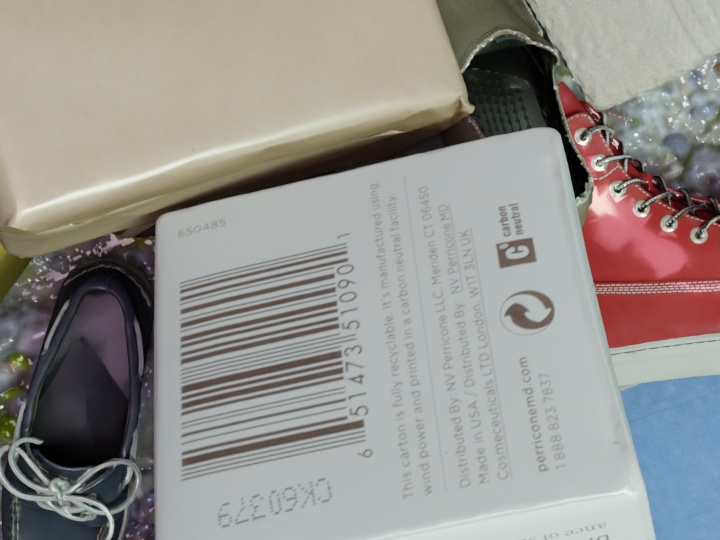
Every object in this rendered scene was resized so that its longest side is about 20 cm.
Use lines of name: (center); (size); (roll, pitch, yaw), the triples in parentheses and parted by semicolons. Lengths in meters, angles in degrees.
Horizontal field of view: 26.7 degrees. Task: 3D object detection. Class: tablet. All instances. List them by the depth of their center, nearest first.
tablet: (0.193, 0.093, 0.700); (0.200, 0.014, 0.130); (-20, 63, 0)

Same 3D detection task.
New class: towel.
towel: (0.111, -0.178, 0.674); (0.132, 0.034, 0.200); (-24, 105, 34)

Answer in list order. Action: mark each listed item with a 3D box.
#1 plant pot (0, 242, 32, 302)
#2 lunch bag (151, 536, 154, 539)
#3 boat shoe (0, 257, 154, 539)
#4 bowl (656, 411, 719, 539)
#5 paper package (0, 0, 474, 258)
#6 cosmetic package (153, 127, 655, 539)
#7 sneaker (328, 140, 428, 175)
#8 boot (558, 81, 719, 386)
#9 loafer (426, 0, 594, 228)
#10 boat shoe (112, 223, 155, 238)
plant pot: (-0.207, -0.092, 0.706); (0.194, 0.196, 0.200); (41, 86, -6)
lunch bag: (-0.047, 0.213, 0.774); (0.136, 0.132, 0.200); (-4, 112, 1)
boat shoe: (-0.148, 0.094, 0.793); (0.075, 0.062, 0.200); (17, 99, -4)
bowl: (0.237, 0.140, 0.700); (0.200, 0.039, 0.201); (-4, 63, 7)
paper package: (-0.082, -0.124, 0.602); (0.190, 0.103, 0.200); (-17, 87, -18)
cosmetic package: (0.027, 0.081, 0.605); (0.165, 0.165, 0.200); (-13, 142, 8)
sneaker: (0.000, 0.000, 0.781); (0.092, 0.076, 0.200); (16, 91, 5)
boot: (0.151, -0.027, 0.703); (0.200, 0.072, 0.144); (-12, 107, 20)
loafer: (0.055, -0.096, 0.657); (0.075, 0.070, 0.200); (-17, 78, -27)
boat shoe: (-0.053, -0.081, 0.749); (0.075, 0.075, 0.202); (18, 131, -37)
